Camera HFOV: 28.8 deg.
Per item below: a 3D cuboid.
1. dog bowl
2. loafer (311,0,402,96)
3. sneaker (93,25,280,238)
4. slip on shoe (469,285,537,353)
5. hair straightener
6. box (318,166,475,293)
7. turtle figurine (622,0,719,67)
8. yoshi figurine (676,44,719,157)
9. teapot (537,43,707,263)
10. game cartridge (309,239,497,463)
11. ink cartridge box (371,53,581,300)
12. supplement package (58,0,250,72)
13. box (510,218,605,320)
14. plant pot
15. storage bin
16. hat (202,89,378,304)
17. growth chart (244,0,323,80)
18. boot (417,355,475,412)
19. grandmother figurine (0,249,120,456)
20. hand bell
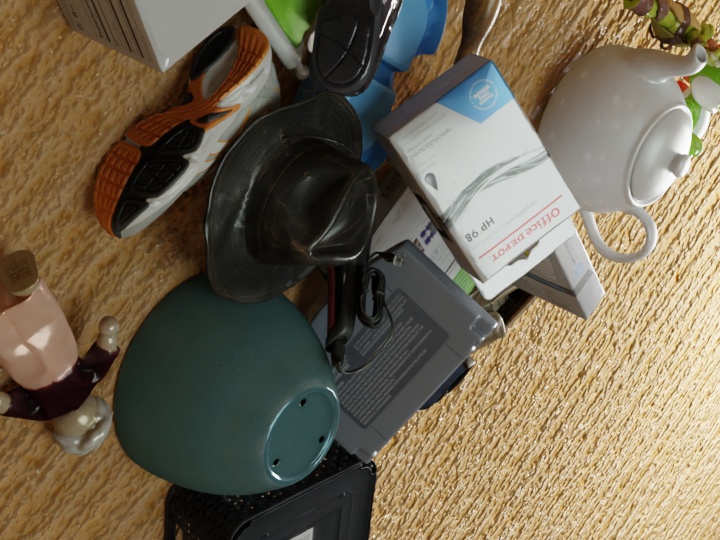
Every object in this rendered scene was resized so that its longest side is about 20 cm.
[{"bbox_3d":[0.005,-0.181,1.241,0.111,0.049,0.202,19,95,-54],"label":"dog bowl"},{"bbox_3d":[0.007,-0.242,1.154,0.063,0.071,0.203,12,93,-74],"label":"loafer"},{"bbox_3d":[-0.126,-0.094,1.116,0.201,0.075,0.092,-51,146,-15],"label":"sneaker"},{"bbox_3d":[0.130,0.055,1.530,0.200,0.060,0.077,-42,139,-27],"label":"slip on shoe"},{"bbox_3d":[0.000,0.000,1.240,0.041,0.076,0.202,43,42,-44],"label":"hair straightener"},{"bbox_3d":[0.047,-0.002,1.416,0.145,0.036,0.200,-53,141,-13],"label":"box"},{"bbox_3d":[0.336,-0.283,1.537,0.160,0.202,0.064,24,126,-33],"label":"turtle figurine"},{"bbox_3d":[0.401,-0.173,1.617,0.111,0.114,0.200,14,144,-24],"label":"yoshi figurine"},{"bbox_3d":[0.295,-0.137,1.534,0.198,0.145,0.200,-52,147,-7],"label":"teapot"},{"bbox_3d":[0.018,0.072,1.310,0.200,0.133,0.040,-48,180,26],"label":"game cartridge"},{"bbox_3d":[0.114,-0.075,1.244,0.115,0.067,0.201,-36,108,-4],"label":"ink cartridge box"},{"bbox_3d":[-0.125,-0.270,0.974,0.200,0.110,0.157,-44,140,-25],"label":"supplement package"},{"bbox_3d":[0.154,-0.042,1.421,0.041,0.155,0.201,-52,143,-15],"label":"box"},{"bbox_3d":[-0.096,0.115,1.225,0.199,0.134,0.203,-28,131,-38],"label":"plant pot"},{"bbox_3d":[-0.086,0.247,1.354,0.199,0.093,0.137,-21,127,-44],"label":"storage bin"},{"bbox_3d":[-0.038,-0.045,1.153,0.200,0.080,0.202,-38,143,-36],"label":"hat"},{"bbox_3d":[-0.037,-0.271,1.145,0.145,0.018,0.202,37,73,-55],"label":"growth chart"},{"bbox_3d":[0.032,0.119,1.374,0.074,0.097,0.201,-27,155,-50],"label":"boot"},{"bbox_3d":[-0.241,0.073,1.091,0.120,0.061,0.201,-22,136,-7],"label":"grandmother figurine"},{"bbox_3d":[0.095,-0.186,1.279,0.103,0.104,0.202,-12,126,-47],"label":"hand bell"}]
